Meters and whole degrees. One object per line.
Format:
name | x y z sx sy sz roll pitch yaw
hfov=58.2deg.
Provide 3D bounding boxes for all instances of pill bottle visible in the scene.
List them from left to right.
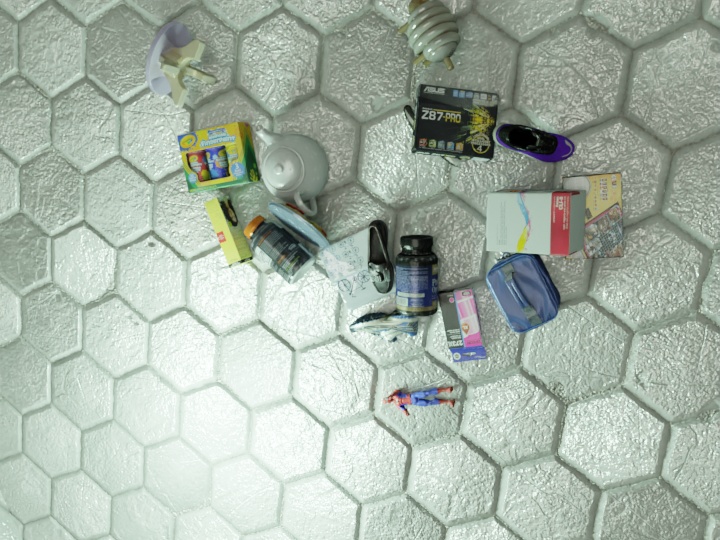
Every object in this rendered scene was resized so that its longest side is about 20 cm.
pill bottle | -0.230 -0.063 1.798 0.200 0.106 0.106 42 110 6
pill bottle | 0.146 0.011 1.684 0.111 0.112 0.201 3 102 18

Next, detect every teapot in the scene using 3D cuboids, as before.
teapot | -0.186 -0.266 1.724 0.199 0.146 0.198 18 106 13

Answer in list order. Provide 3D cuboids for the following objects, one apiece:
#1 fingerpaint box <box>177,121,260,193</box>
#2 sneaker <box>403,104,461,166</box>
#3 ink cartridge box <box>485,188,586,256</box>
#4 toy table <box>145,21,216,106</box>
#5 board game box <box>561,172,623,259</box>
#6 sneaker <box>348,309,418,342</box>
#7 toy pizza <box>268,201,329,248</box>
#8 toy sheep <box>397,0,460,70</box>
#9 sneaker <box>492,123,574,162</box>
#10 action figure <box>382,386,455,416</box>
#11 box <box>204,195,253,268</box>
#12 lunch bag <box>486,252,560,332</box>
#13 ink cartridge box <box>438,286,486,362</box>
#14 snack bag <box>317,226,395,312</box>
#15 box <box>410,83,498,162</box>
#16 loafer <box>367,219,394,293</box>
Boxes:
fingerpaint box | -0.400 -0.316 1.823 0.199 0.073 0.168 -7 98 19
sneaker | 0.189 -0.351 1.629 0.200 0.074 0.079 41 100 1
ink cartridge box | 0.414 -0.118 1.530 0.199 0.145 0.145 5 101 32
toy table | -0.496 -0.559 1.765 0.117 0.184 0.201 35 122 26
board game box | 0.560 -0.130 1.561 0.135 0.035 0.201 -2 99 19
sneaker | 0.064 0.160 1.760 0.199 0.077 0.086 -9 101 20
toy pizza | -0.159 -0.128 1.729 0.200 0.200 0.032 33 79 10
toy sheep | 0.173 -0.567 1.559 0.138 0.138 0.201 -29 86 21
sneaker | 0.416 -0.297 1.521 0.199 0.100 0.070 11 99 -6
action figure | 0.148 0.357 1.760 0.199 0.099 0.066 -7 97 22
box | -0.377 -0.111 1.855 0.050 0.075 0.201 -19 95 21
lunch bag | 0.400 0.043 1.595 0.136 0.132 0.201 -29 91 21
ink cartridge box | 0.269 0.147 1.711 0.094 0.037 0.201 -10 99 20
snack bag | 0.000 0.000 1.779 0.188 0.021 0.201 -23 92 20
box | 0.228 -0.356 1.570 0.199 0.049 0.162 6 88 -7
loafer | 0.044 -0.032 1.714 0.072 0.063 0.201 -4 98 18
